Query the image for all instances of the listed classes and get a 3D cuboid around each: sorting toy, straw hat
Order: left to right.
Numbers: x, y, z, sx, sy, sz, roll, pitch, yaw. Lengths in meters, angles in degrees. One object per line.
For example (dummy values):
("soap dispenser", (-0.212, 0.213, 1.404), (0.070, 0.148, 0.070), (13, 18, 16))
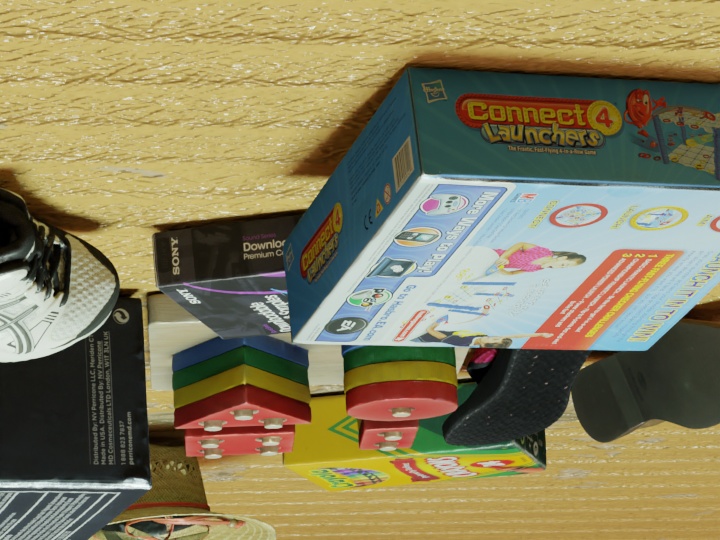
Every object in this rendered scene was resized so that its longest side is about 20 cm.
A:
("straw hat", (-0.157, 0.168, 2.096), (0.200, 0.085, 0.201), (-7, 162, -2))
("sorting toy", (-0.030, 0.067, 1.739), (0.199, 0.070, 0.199), (-2, 166, -4))

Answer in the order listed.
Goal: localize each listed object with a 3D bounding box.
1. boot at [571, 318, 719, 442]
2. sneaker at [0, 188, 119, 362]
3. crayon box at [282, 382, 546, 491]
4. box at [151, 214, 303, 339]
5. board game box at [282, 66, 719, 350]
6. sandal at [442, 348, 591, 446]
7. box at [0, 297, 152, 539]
("boot", (0.216, 0.063, 1.820), (0.075, 0.074, 0.200), (-17, 178, -27))
("sneaker", (-0.183, -0.001, 1.411), (0.088, 0.076, 0.200), (-14, 163, 38))
("crayon box", (0.024, 0.120, 2.012), (0.199, 0.051, 0.127), (-6, 167, 14))
("box", (0.000, 0.000, 1.542), (0.199, 0.036, 0.143), (-5, 166, 12))
("board game box", (0.084, -0.024, 1.352), (0.195, 0.056, 0.200), (2, 156, -20))
("sandal", (0.105, 0.061, 1.826), (0.075, 0.045, 0.200), (-4, 153, -20))
("box", (-0.244, 0.092, 1.679), (0.198, 0.124, 0.200), (1, 164, -19))
